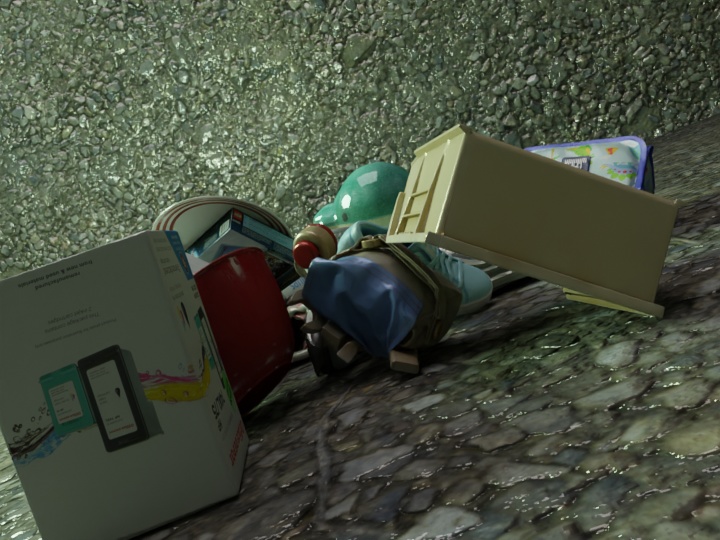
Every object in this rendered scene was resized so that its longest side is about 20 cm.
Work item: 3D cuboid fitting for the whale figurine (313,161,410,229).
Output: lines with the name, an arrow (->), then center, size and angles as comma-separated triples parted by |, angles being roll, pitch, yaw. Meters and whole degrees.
whale figurine -> 0.004, -0.096, 1.062 | 0.157, 0.106, 0.199 | -19, 13, -28

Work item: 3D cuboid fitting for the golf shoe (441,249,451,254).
golf shoe -> 0.143, -0.020, 1.132 | 0.197, 0.074, 0.092 | -21, 4, 0

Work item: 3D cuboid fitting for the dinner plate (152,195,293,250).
dinner plate -> -0.191, -0.044, 1.055 | 0.196, 0.025, 0.201 | -1, -34, 0

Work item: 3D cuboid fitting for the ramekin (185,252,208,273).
ramekin -> -0.243, 0.072, 0.968 | 0.201, 0.097, 0.202 | -51, 22, 29

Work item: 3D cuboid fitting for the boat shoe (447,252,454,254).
boat shoe -> 0.151, -0.001, 1.036 | 0.197, 0.074, 0.063 | -24, 26, -10

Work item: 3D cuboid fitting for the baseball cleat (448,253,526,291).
baseball cleat -> 0.151, 0.007, 0.960 | 0.196, 0.071, 0.106 | -16, -9, 5

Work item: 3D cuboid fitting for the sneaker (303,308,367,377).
sneaker -> -0.003, 0.062, 0.867 | 0.078, 0.075, 0.200 | -12, 8, 27

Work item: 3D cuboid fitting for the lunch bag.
lunch bag -> 0.281, -0.099, 0.958 | 0.167, 0.130, 0.199 | -2, 13, 27

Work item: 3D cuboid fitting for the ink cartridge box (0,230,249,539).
ink cartridge box -> -0.189, 0.087, 0.595 | 0.144, 0.203, 0.147 | -19, 5, -4

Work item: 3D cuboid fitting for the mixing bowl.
mixing bowl -> -0.137, 0.085, 0.757 | 0.200, 0.108, 0.200 | -43, -10, -10

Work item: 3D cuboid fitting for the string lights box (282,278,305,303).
string lights box -> -0.170, 0.066, 1.224 | 0.200, 0.059, 0.102 | -42, -6, 29

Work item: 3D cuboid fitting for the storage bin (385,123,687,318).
storage bin -> 0.138, -0.040, 0.662 | 0.197, 0.095, 0.198 | 16, 0, -8

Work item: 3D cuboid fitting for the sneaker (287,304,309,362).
sneaker -> -0.056, 0.066, 1.012 | 0.199, 0.076, 0.104 | -31, 5, -25

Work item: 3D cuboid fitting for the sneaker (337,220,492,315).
sneaker -> 0.069, -0.006, 0.845 | 0.196, 0.075, 0.082 | 10, -38, -16

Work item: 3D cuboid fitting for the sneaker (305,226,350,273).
sneaker -> 0.000, 0.000, 0.943 | 0.198, 0.075, 0.118 | -12, -23, -34

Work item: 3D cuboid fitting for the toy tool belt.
toy tool belt -> -0.006, 0.026, 0.754 | 0.198, 0.126, 0.123 | 28, 36, 17

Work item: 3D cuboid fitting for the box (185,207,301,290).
box -> -0.180, 0.001, 1.067 | 0.135, 0.038, 0.199 | 26, -43, -33
